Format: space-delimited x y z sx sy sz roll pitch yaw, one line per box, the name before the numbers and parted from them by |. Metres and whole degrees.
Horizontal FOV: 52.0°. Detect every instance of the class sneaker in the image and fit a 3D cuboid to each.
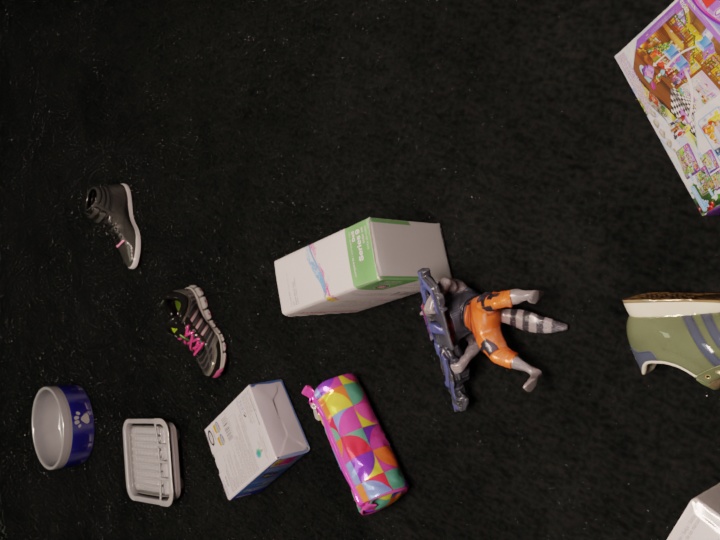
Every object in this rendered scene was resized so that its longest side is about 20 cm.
sneaker | -0.318 0.115 1.379 0.074 0.087 0.200 -46 59 35
sneaker | -0.541 -0.096 1.601 0.071 0.099 0.201 -27 73 41
sneaker | 0.353 0.070 0.710 0.200 0.067 0.090 0 98 46

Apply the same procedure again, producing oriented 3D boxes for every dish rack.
dish rack | -0.424 0.389 1.523 0.199 0.043 0.173 -12 83 45

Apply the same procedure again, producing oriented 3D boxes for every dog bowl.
dog bowl | -0.732 0.382 1.814 0.200 0.079 0.201 0 89 46

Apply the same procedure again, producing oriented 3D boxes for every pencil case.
pencil case | -0.008 0.247 1.065 0.088 0.088 0.200 -50 58 33

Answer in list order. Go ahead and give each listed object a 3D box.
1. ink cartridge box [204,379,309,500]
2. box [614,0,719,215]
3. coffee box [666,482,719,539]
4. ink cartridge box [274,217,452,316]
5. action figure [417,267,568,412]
ink cartridge box | -0.187 0.294 1.253 0.200 0.076 0.137 -44 59 35
box | 0.347 -0.173 0.712 0.137 0.039 0.201 -44 59 49
coffee box | 0.351 0.310 0.613 0.200 0.197 0.200 37 115 37
ink cartridge box | 0.000 0.000 1.010 0.200 0.145 0.088 -24 73 44
action figure | 0.151 0.082 0.918 0.193 0.104 0.201 20 129 51
